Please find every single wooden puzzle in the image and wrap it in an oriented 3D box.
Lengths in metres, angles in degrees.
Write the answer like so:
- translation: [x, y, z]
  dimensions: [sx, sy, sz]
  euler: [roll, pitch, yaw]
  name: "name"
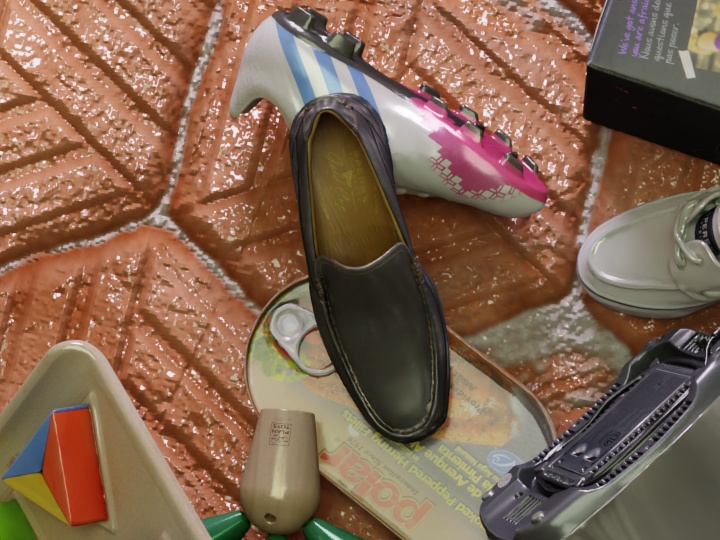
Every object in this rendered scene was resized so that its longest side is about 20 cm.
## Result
- translation: [-0.155, 0.168, 1.206]
  dimensions: [0.200, 0.046, 0.185]
  euler: [54, 125, 19]
  name: "wooden puzzle"

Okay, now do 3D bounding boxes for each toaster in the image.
- translation: [0.173, 0.124, 1.206]
  dimensions: [0.200, 0.114, 0.129]
  euler: [-42, 104, -12]
  name: "toaster"

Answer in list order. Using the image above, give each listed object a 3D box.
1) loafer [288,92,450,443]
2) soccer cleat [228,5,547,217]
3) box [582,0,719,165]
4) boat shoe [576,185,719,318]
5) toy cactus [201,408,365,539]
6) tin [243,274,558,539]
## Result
- translation: [0.000, 0.000, 1.231]
  dimensions: [0.072, 0.072, 0.201]
  euler: [-18, 89, 6]
  name: "loafer"
- translation: [0.013, -0.073, 1.301]
  dimensions: [0.200, 0.070, 0.087]
  euler: [34, 102, 10]
  name: "soccer cleat"
- translation: [0.234, -0.115, 1.257]
  dimensions: [0.199, 0.122, 0.107]
  euler: [19, 81, 8]
  name: "box"
- translation: [0.204, -0.020, 1.236]
  dimensions: [0.199, 0.065, 0.074]
  euler: [-12, 70, 29]
  name: "boat shoe"
- translation: [-0.053, 0.159, 1.226]
  dimensions: [0.199, 0.102, 0.166]
  euler: [1, 82, 22]
  name: "toy cactus"
- translation: [0.023, 0.084, 1.277]
  dimensions: [0.200, 0.042, 0.112]
  euler: [38, 80, 11]
  name: "tin"
